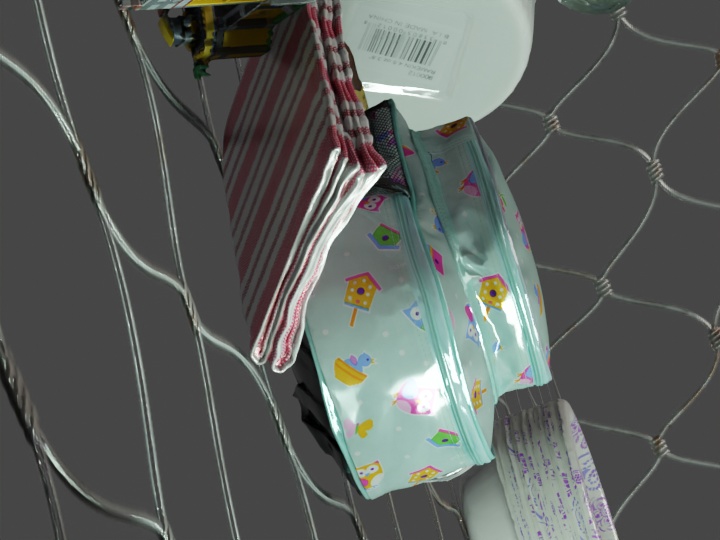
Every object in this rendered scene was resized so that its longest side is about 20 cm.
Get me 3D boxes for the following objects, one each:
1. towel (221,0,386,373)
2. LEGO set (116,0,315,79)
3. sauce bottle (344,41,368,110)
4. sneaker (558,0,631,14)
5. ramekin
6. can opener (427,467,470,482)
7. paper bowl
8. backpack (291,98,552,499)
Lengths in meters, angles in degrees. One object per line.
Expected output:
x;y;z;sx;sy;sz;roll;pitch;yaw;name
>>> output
-0.034;-0.063;1.531;0.200;0.030;0.147;-101;-152;-48;towel
-0.098;-0.199;1.499;0.154;0.115;0.201;180;-95;-67;LEGO set
-0.028;-0.102;1.829;0.065;0.064;0.201;-96;170;-62;sauce bottle
0.146;-0.271;2.031;0.085;0.074;0.200;-74;145;-50;sneaker
0.031;-0.187;2.058;0.098;0.200;0.201;-91;163;-44;ramekin
0.035;0.057;2.023;0.067;0.053;0.200;64;9;-54;can opener
0.144;0.210;2.301;0.201;0.104;0.201;-18;90;-84;paper bowl
0.025;0.021;1.633;0.200;0.153;0.176;-89;166;-52;backpack
